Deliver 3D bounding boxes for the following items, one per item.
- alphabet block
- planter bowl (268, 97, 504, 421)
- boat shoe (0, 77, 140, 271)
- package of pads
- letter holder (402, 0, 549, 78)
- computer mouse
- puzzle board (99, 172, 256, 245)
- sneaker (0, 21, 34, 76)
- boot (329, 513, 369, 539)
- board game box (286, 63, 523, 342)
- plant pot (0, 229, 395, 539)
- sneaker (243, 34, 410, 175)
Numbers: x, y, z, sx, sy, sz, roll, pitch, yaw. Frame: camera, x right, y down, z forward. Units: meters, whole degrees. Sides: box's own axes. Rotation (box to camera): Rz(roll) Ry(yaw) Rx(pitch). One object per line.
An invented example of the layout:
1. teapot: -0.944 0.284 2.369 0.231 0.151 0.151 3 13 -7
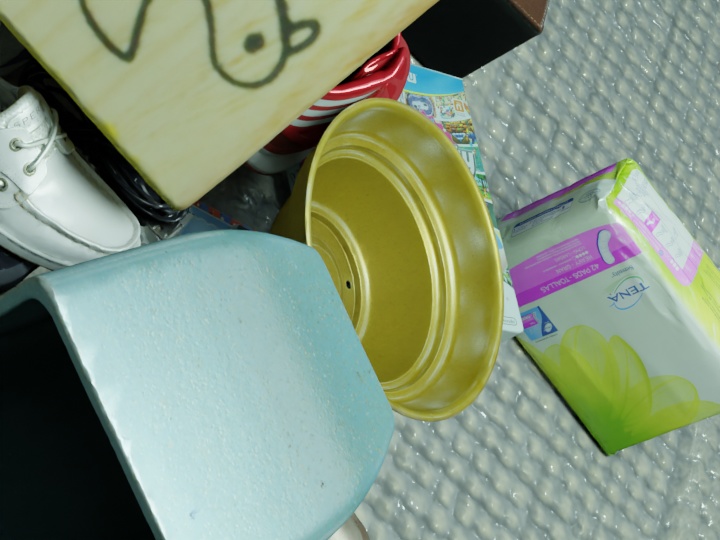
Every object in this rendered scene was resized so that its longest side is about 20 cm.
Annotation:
1. alphabet block: -0.094 -0.187 1.245 0.195 0.200 0.196 48 7 -18
2. planter bowl: 0.000 0.000 1.335 0.200 0.083 0.201 20 64 -48
3. boat shoe: -0.200 -0.071 1.204 0.200 0.069 0.071 36 39 -8
4. package of pads: 0.192 0.028 1.574 0.200 0.154 0.068 51 43 -16
5. letter holder: 0.049 -0.266 1.612 0.200 0.100 0.143 42 44 -24
6. computer mouse: -0.202 -0.037 1.269 0.139 0.053 0.200 46 39 3
7. puzzle board: -0.093 0.027 1.383 0.200 0.017 0.151 29 53 -35
8. sneaker: -0.250 -0.168 1.262 0.199 0.088 0.076 11 62 -44
9. boot: -0.066 0.141 1.321 0.146 0.070 0.201 18 71 -29
10. board game box: 0.024 -0.046 1.493 0.147 0.064 0.201 10 60 -47
11. plant pot: -0.100 0.083 1.187 0.200 0.196 0.197 -24 89 -39
12. sneaker: 0.006 -0.127 1.374 0.079 0.115 0.200 55 37 -7
